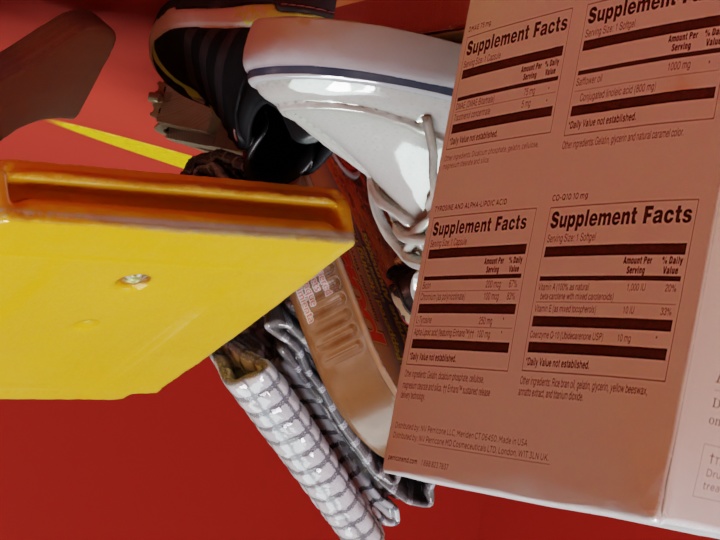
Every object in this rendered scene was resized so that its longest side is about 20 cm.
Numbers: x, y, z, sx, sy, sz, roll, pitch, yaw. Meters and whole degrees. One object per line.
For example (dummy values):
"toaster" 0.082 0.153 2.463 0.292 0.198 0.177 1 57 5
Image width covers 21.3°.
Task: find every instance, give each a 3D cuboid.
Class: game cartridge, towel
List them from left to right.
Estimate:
"game cartridge" -0.128 0.011 0.873 0.176 0.032 0.200 4 155 -36
"towel" -0.033 0.038 1.041 0.166 0.086 0.200 56 178 -35

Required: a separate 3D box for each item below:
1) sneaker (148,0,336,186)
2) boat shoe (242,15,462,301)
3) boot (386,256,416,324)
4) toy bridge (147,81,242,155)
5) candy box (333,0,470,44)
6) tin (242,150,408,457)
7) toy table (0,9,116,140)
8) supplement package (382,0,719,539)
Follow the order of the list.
"sneaker" -0.050 -0.079 0.859 0.072 0.083 0.200 14 173 -24
"boat shoe" 0.039 -0.024 0.668 0.202 0.086 0.075 17 171 -40
"boot" 0.079 -0.022 0.877 0.151 0.073 0.200 -38 163 16
"toy bridge" -0.085 -0.084 1.132 0.067 0.027 0.200 13 177 18
"candy box" 0.103 -0.082 0.696 0.200 0.055 0.115 15 173 -30
"tin" 0.000 0.000 0.940 0.042 0.200 0.112 -26 163 19
"toy table" -0.200 -0.052 0.924 0.117 0.200 0.184 6 -139 -52
"supplement package" 0.135 -0.020 0.532 0.191 0.200 0.147 14 174 -25
